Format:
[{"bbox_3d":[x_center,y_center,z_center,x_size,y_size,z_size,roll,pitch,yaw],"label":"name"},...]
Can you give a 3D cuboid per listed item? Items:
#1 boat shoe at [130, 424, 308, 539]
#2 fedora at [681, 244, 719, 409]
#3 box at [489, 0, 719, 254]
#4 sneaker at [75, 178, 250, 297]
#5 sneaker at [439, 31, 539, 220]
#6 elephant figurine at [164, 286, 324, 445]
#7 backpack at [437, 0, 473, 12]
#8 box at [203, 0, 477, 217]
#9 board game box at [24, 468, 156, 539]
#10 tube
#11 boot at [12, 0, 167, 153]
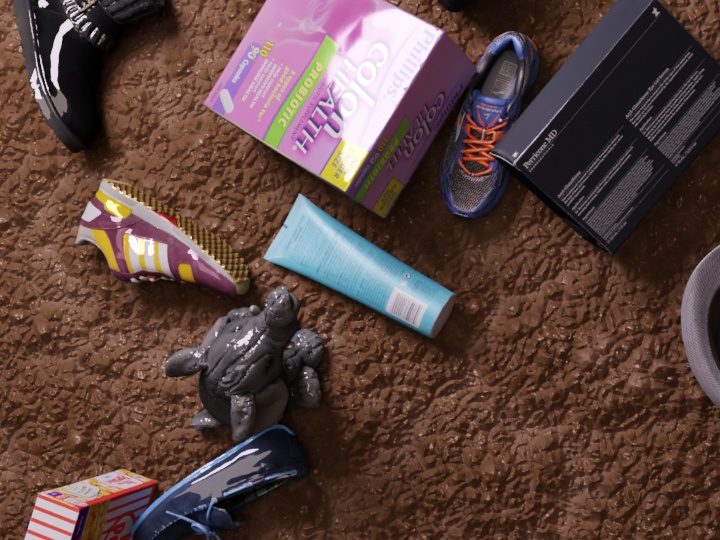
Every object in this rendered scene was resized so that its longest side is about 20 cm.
[{"bbox_3d":[-0.144,0.235,1.137,0.200,0.084,0.069,-37,70,8],"label":"boat shoe"},{"bbox_3d":[0.390,0.055,1.051,0.177,0.090,0.200,-29,89,9],"label":"fedora"},{"bbox_3d":[0.245,-0.140,1.070,0.141,0.079,0.200,39,94,-21],"label":"box"},{"bbox_3d":[-0.208,-0.013,1.177,0.200,0.075,0.090,34,101,17],"label":"sneaker"},{"bbox_3d":[0.124,-0.149,1.117,0.075,0.078,0.200,14,89,11],"label":"sneaker"},{"bbox_3d":[-0.116,0.092,1.082,0.141,0.200,0.156,5,87,10],"label":"elephant figurine"},{"bbox_3d":[0.123,-0.373,1.109,0.200,0.127,0.167,-39,92,5],"label":"backpack"},{"bbox_3d":[-0.022,-0.182,1.109,0.200,0.097,0.176,34,93,27],"label":"box"},{"bbox_3d":[-0.276,0.283,1.099,0.046,0.200,0.152,17,90,10],"label":"board game box"},{"bbox_3d":[0.000,0.000,1.149,0.200,0.050,0.078,30,88,15],"label":"tube"},{"bbox_3d":[-0.276,-0.245,1.193,0.158,0.079,0.212,-17,83,9],"label":"boot"}]
